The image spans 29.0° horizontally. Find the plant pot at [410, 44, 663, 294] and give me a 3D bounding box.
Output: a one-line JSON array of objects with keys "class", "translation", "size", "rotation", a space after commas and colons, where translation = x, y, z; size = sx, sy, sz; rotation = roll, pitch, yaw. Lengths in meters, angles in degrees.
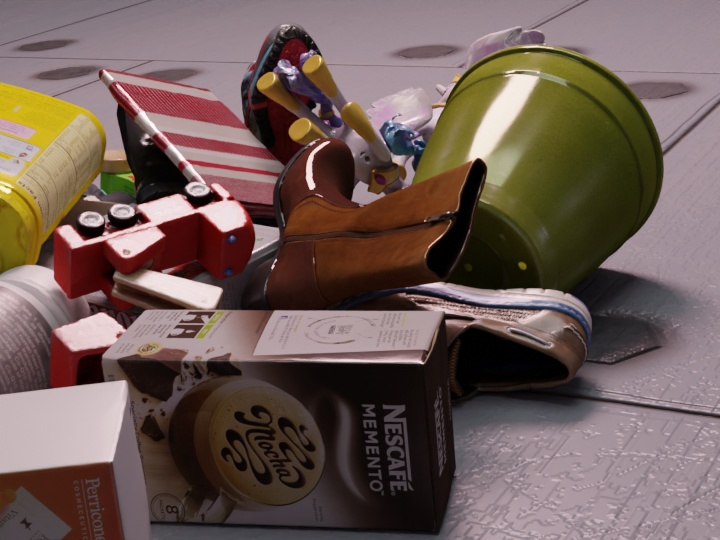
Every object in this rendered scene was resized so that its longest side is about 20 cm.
[{"class": "plant pot", "translation": [0.119, -0.049, 1.111], "size": [0.199, 0.202, 0.193], "rotation": [5, 34, 28]}]

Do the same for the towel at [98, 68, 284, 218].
[{"class": "towel", "translation": [-0.136, -0.110, 1.251], "size": [0.144, 0.023, 0.200], "rotation": [5, 35, -52]}]

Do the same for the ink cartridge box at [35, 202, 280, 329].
[{"class": "ink cartridge box", "translation": [-0.173, 0.021, 1.116], "size": [0.199, 0.084, 0.175], "rotation": [11, 27, 38]}]

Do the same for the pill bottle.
[{"class": "pill bottle", "translation": [-0.271, 0.074, 0.953], "size": [0.113, 0.115, 0.200], "rotation": [3, 21, 21]}]

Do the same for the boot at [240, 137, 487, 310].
[{"class": "boot", "translation": [0.008, -0.050, 1.020], "size": [0.199, 0.068, 0.189], "rotation": [-22, 32, 44]}]

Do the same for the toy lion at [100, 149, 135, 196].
[{"class": "toy lion", "translation": [-0.159, -0.080, 1.438], "size": [0.190, 0.069, 0.200], "rotation": [-8, 20, -28]}]

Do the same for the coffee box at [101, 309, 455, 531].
[{"class": "coffee box", "translation": [-0.046, 0.089, 0.852], "size": [0.198, 0.114, 0.080], "rotation": [-1, 21, 14]}]

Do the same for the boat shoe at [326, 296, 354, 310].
[{"class": "boat shoe", "translation": [0.000, 0.000, 1.160], "size": [0.064, 0.073, 0.200], "rotation": [-8, 16, 20]}]

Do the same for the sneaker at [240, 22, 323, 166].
[{"class": "sneaker", "translation": [-0.091, -0.179, 1.374], "size": [0.079, 0.201, 0.096], "rotation": [-20, 61, -21]}]

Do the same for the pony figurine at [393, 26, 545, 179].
[{"class": "pony figurine", "translation": [0.114, -0.153, 1.443], "size": [0.192, 0.167, 0.200], "rotation": [5, 37, 41]}]

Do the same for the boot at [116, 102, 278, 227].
[{"class": "boot", "translation": [-0.148, -0.100, 1.333], "size": [0.164, 0.066, 0.200], "rotation": [17, 28, -27]}]

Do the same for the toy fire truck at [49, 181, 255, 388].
[{"class": "toy fire truck", "translation": [-0.144, 0.010, 0.973], "size": [0.199, 0.049, 0.141], "rotation": [-19, 45, -34]}]

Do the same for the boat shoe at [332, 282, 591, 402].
[{"class": "boat shoe", "translation": [0.062, 0.052, 0.989], "size": [0.198, 0.073, 0.073], "rotation": [-5, 29, 17]}]

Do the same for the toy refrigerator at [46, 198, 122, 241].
[{"class": "toy refrigerator", "translation": [-0.316, -0.032, 1.220], "size": [0.199, 0.077, 0.070], "rotation": [5, -1, -21]}]

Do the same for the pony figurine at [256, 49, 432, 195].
[{"class": "pony figurine", "translation": [-0.006, -0.115, 1.293], "size": [0.166, 0.200, 0.193], "rotation": [-43, 38, 7]}]

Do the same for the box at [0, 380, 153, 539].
[{"class": "box", "translation": [-0.215, 0.143, 0.731], "size": [0.198, 0.125, 0.098], "rotation": [-7, 20, -2]}]

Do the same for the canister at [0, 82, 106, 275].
[{"class": "canister", "translation": [-0.300, -0.076, 1.116], "size": [0.147, 0.087, 0.200], "rotation": [17, 28, 1]}]

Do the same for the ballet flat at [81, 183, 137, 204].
[{"class": "ballet flat", "translation": [-0.257, -0.045, 1.346], "size": [0.073, 0.074, 0.200], "rotation": [-14, 16, -24]}]
